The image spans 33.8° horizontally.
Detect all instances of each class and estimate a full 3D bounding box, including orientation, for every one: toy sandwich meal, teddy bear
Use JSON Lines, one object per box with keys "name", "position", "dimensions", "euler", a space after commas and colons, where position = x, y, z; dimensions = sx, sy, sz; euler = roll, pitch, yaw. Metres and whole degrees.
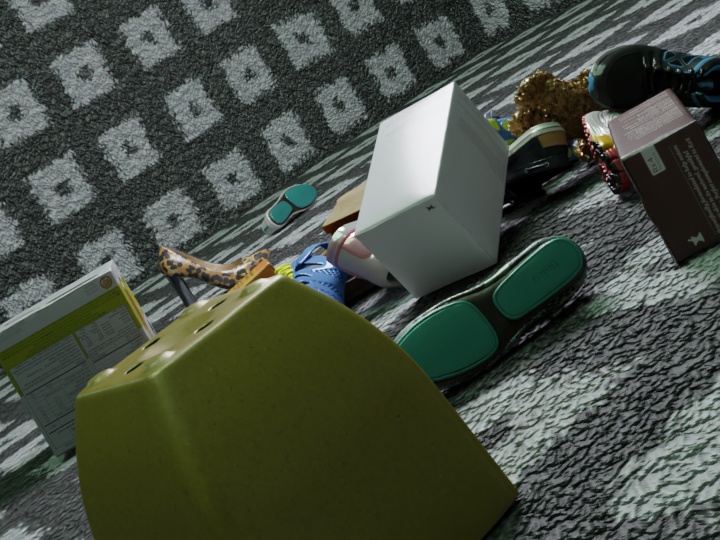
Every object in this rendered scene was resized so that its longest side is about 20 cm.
{"name": "toy sandwich meal", "position": [0.003, -0.069, 1.658], "dimensions": [0.204, 0.071, 0.205], "euler": [-30, 10, 6]}
{"name": "teddy bear", "position": [0.277, -0.190, 1.446], "dimensions": [0.067, 0.198, 0.146], "euler": [-91, 21, -46]}

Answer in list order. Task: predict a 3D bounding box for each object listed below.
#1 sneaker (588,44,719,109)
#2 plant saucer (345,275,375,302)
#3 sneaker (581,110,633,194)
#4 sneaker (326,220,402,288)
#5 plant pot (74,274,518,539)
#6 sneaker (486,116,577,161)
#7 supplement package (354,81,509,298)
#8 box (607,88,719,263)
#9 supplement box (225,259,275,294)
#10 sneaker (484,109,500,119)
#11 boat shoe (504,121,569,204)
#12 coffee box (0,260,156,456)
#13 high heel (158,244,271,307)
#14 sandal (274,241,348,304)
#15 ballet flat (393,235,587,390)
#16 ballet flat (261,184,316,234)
{"name": "sneaker", "position": [0.355, -0.220, 1.348], "dimensions": [0.198, 0.074, 0.082], "euler": [-6, 13, -19]}
{"name": "plant saucer", "position": [0.000, 0.000, 1.625], "dimensions": [0.199, 0.032, 0.200], "euler": [-31, 9, 6]}
{"name": "sneaker", "position": [0.299, -0.137, 1.312], "dimensions": [0.081, 0.078, 0.200], "euler": [-21, 18, 8]}
{"name": "sneaker", "position": [0.054, -0.035, 1.483], "dimensions": [0.104, 0.076, 0.200], "euler": [26, 35, 26]}
{"name": "plant pot", "position": [-0.064, 0.121, 0.739], "dimensions": [0.194, 0.201, 0.195], "euler": [-38, 11, -36]}
{"name": "sneaker", "position": [0.198, -0.161, 1.543], "dimensions": [0.198, 0.071, 0.083], "euler": [-8, -15, -30]}
{"name": "supplement package", "position": [0.086, -0.093, 1.369], "dimensions": [0.119, 0.121, 0.201], "euler": [-25, 35, 33]}
{"name": "box", "position": [0.273, -0.090, 1.039], "dimensions": [0.074, 0.101, 0.200], "euler": [-28, 11, 17]}
{"name": "supplement box", "position": [-0.181, 0.075, 1.625], "dimensions": [0.200, 0.069, 0.067], "euler": [-44, 10, -3]}
{"name": "sneaker", "position": [0.193, -0.228, 2.035], "dimensions": [0.108, 0.070, 0.200], "euler": [-35, 16, 5]}
{"name": "boat shoe", "position": [0.195, -0.111, 1.476], "dimensions": [0.074, 0.063, 0.200], "euler": [-9, -19, -30]}
{"name": "coffee box", "position": [-0.402, 0.124, 1.745], "dimensions": [0.199, 0.199, 0.200], "euler": [-30, 9, -6]}
{"name": "high heel", "position": [-0.281, -0.026, 2.269], "dimensions": [0.199, 0.143, 0.071], "euler": [-32, 10, -6]}
{"name": "sandal", "position": [-0.049, 0.015, 1.478], "dimensions": [0.087, 0.080, 0.200], "euler": [-39, 25, 0]}
{"name": "ballet flat", "position": [0.110, 0.045, 1.019], "dimensions": [0.199, 0.075, 0.074], "euler": [-31, 10, -5]}
{"name": "ballet flat", "position": [-0.173, -0.143, 2.775], "dimensions": [0.069, 0.070, 0.200], "euler": [-24, 14, 37]}
